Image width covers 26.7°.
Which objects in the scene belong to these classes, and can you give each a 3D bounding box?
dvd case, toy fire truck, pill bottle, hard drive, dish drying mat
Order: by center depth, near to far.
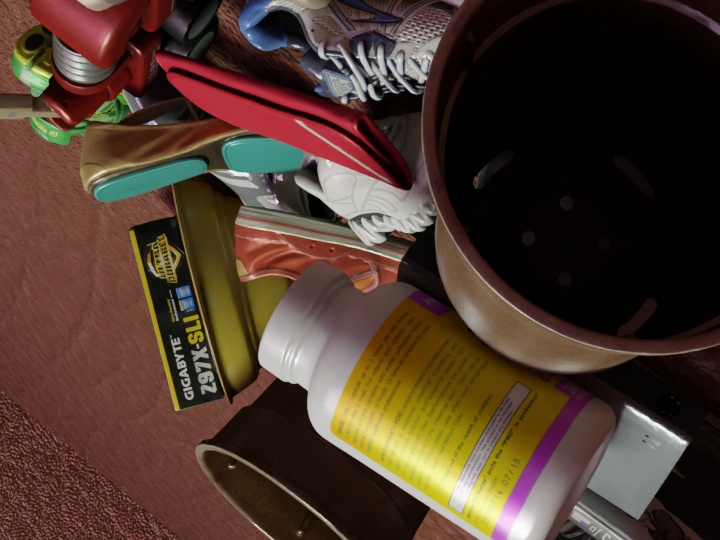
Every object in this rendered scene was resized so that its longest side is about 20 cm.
[{"bbox_3d":[0.041,0.075,0.880,0.199,0.105,0.105,31,158,15],"label":"pill bottle"},{"bbox_3d":[0.108,0.067,0.942,0.199,0.033,0.140,33,156,13],"label":"hard drive"},{"bbox_3d":[-0.053,-0.099,0.980,0.199,0.018,0.077,23,166,42],"label":"dish drying mat"},{"bbox_3d":[-0.201,-0.158,1.025,0.128,0.201,0.176,37,159,3],"label":"toy fire truck"},{"bbox_3d":[0.187,0.128,1.039,0.199,0.150,0.025,35,134,10],"label":"dvd case"}]

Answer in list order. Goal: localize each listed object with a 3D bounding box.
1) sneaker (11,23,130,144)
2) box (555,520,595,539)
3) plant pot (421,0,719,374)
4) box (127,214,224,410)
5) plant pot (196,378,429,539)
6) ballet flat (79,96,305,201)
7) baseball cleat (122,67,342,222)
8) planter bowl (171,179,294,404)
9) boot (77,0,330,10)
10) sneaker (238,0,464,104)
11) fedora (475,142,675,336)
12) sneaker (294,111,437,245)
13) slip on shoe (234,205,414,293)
[{"bbox_3d":[-0.227,-0.136,1.196,0.074,0.084,0.200,42,-176,8],"label":"sneaker"},{"bbox_3d":[0.191,0.240,1.178,0.124,0.200,0.196,45,158,-12],"label":"box"},{"bbox_3d":[0.119,-0.037,0.767,0.199,0.201,0.198,36,166,6],"label":"plant pot"},{"bbox_3d":[-0.161,0.031,1.367,0.200,0.049,0.162,-136,34,-85],"label":"box"},{"bbox_3d":[0.000,0.136,1.267,0.199,0.199,0.201,34,160,15],"label":"plant pot"},{"bbox_3d":[-0.107,-0.100,1.096,0.069,0.197,0.064,95,164,-71],"label":"ballet flat"},{"bbox_3d":[-0.089,-0.101,1.164,0.199,0.070,0.106,39,155,-28],"label":"baseball cleat"},{"bbox_3d":[-0.098,0.006,1.299,0.200,0.082,0.203,165,90,-87],"label":"planter bowl"},{"bbox_3d":[-0.117,-0.202,0.896,0.146,0.070,0.201,-36,87,34],"label":"boot"},{"bbox_3d":[0.011,-0.129,0.891,0.199,0.085,0.077,26,156,30],"label":"sneaker"},{"bbox_3d":[0.134,0.008,0.953,0.177,0.091,0.199,48,157,-23],"label":"fedora"},{"bbox_3d":[0.014,-0.069,1.007,0.080,0.076,0.200,31,160,-14],"label":"sneaker"},{"bbox_3d":[0.000,0.000,1.131,0.197,0.062,0.074,12,-176,-3],"label":"slip on shoe"}]
